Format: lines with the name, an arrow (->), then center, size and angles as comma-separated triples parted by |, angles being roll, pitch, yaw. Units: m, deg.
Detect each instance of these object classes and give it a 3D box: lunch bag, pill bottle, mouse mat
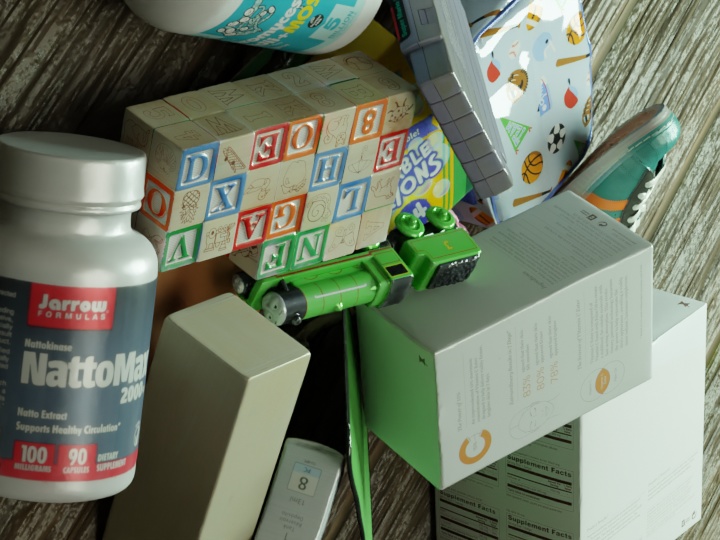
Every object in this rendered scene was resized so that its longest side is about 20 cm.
lunch bag -> 0.103, -0.136, 1.738 | 0.160, 0.075, 0.201 | -45, 136, -32
pill bottle -> -0.079, -0.197, 1.430 | 0.200, 0.110, 0.111 | 3, 101, -54
pill bottle -> -0.182, 0.025, 1.367 | 0.119, 0.119, 0.201 | -8, 109, -52
mouse mat -> -0.002, 0.118, 1.638 | 0.200, 0.007, 0.161 | 83, 3, -51

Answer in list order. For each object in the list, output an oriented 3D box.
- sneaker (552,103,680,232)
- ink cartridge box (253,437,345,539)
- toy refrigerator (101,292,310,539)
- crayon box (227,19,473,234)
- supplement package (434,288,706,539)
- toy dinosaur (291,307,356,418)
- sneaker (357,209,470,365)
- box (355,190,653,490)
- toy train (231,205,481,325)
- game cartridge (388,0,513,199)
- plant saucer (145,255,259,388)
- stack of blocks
sneaker -> 0.195, -0.048, 1.801 | 0.200, 0.080, 0.071 | -47, -178, 40
ink cartridge box -> -0.060, 0.220, 1.599 | 0.160, 0.047, 0.201 | 101, 6, -82
toy refrigerator -> -0.101, 0.121, 1.501 | 0.070, 0.076, 0.201 | -21, 138, -48
crayon box -> -0.006, -0.088, 1.589 | 0.126, 0.052, 0.200 | -44, 139, -4
supplement package -> 0.168, 0.132, 1.865 | 0.191, 0.147, 0.201 | -29, 125, -46
toy dinosaur -> -0.062, 0.088, 1.620 | 0.201, 0.047, 0.088 | -61, 160, -21
sneaker -> 0.036, 0.035, 1.721 | 0.095, 0.079, 0.201 | -28, 124, -32
box -> 0.106, 0.048, 1.672 | 0.199, 0.097, 0.125 | -25, 130, -26
toy train -> 0.000, 0.000, 1.568 | 0.199, 0.056, 0.042 | -15, 146, -40
game cartridge -> 0.050, -0.159, 1.560 | 0.130, 0.038, 0.201 | 52, 20, -46
plant saucer -> -0.123, 0.008, 1.512 | 0.200, 0.037, 0.201 | -26, 124, -47
stack of blocks -> -0.062, -0.059, 1.457 | 0.199, 0.059, 0.116 | -17, 131, -42
